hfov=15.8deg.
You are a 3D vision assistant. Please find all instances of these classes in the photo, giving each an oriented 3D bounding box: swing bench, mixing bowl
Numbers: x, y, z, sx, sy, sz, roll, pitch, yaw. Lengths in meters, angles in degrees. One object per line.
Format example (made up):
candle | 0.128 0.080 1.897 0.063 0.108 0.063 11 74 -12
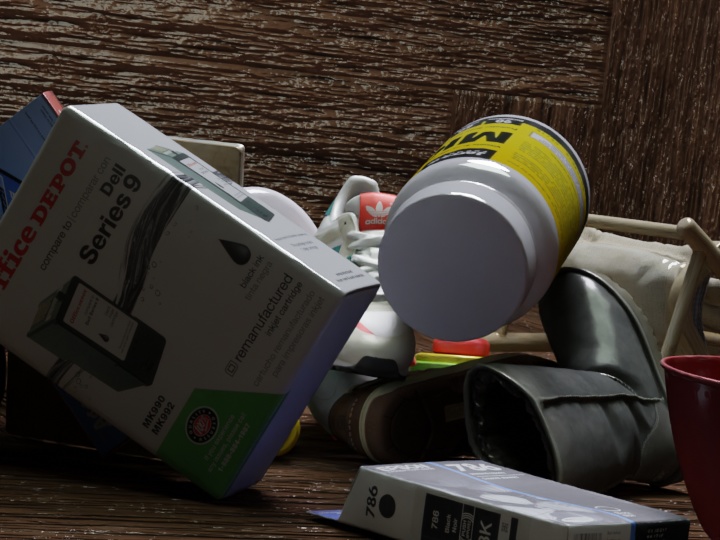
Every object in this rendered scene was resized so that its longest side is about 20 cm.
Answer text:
swing bench | 0.224 0.044 1.928 0.200 0.130 0.199 23 -7 -37
mixing bowl | 0.260 0.114 1.440 0.199 0.109 0.200 5 4 0

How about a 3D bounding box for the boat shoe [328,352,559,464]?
boat shoe | 0.064 0.091 1.731 0.202 0.075 0.075 2 0 -41

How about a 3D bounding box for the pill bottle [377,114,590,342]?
pill bottle | 0.079 -0.027 1.664 0.114 0.115 0.200 7 16 11

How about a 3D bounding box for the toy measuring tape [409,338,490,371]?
toy measuring tape | 0.036 0.079 1.897 0.199 0.074 0.074 3 2 26

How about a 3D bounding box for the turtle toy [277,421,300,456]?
turtle toy | -0.124 0.058 1.680 0.199 0.101 0.146 5 4 -14

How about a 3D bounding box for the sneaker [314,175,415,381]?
sneaker | 0.000 0.000 1.711 0.070 0.094 0.200 9 20 -9

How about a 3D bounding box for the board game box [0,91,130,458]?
board game box | -0.171 0.003 1.568 0.103 0.200 0.019 -35 -3 14

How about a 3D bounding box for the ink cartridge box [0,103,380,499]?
ink cartridge box | -0.114 0.015 1.497 0.200 0.146 0.084 34 12 11

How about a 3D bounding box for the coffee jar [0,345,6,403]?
coffee jar | -0.272 0.054 1.608 0.104 0.086 0.200 -5 5 -7

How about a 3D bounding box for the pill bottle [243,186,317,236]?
pill bottle | -0.119 0.019 1.868 0.112 0.113 0.200 3 -18 -36

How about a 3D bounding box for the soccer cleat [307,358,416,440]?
soccer cleat | -0.006 0.053 1.806 0.069 0.078 0.200 -25 9 12

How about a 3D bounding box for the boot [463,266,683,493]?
boot | 0.123 0.072 1.651 0.200 0.073 0.182 -1 50 -50

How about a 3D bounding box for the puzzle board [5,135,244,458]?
puzzle board | -0.144 0.013 1.585 0.150 0.201 0.017 8 13 19

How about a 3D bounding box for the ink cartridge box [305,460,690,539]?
ink cartridge box | 0.071 0.132 1.401 0.099 0.039 0.200 1 6 -44
